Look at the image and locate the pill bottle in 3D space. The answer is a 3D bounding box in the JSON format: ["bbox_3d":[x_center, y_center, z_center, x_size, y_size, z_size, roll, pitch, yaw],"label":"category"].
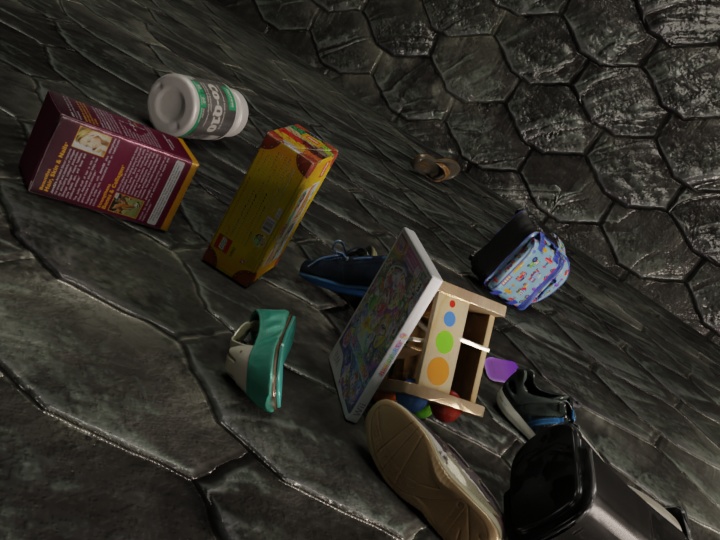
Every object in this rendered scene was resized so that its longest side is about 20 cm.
[{"bbox_3d":[-0.301,-0.305,1.666,0.113,0.114,0.200,36,18,16],"label":"pill bottle"}]

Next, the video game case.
[{"bbox_3d":[0.024,0.062,1.055,0.018,0.202,0.144,23,18,-21],"label":"video game case"}]

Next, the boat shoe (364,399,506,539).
[{"bbox_3d":[0.082,0.221,0.946,0.200,0.072,0.065,45,16,27],"label":"boat shoe"}]

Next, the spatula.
[{"bbox_3d":[0.286,0.190,1.450,0.198,0.021,0.057,27,30,-23],"label":"spatula"}]

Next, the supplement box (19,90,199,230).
[{"bbox_3d":[-0.331,-0.142,1.168,0.198,0.111,0.086,17,21,-38],"label":"supplement box"}]

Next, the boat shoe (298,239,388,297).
[{"bbox_3d":[0.000,0.000,1.292,0.198,0.070,0.084,8,-12,31],"label":"boat shoe"}]

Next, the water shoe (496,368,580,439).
[{"bbox_3d":[0.281,0.220,1.262,0.200,0.080,0.071,41,20,27],"label":"water shoe"}]

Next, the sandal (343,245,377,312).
[{"bbox_3d":[0.013,0.031,1.365,0.057,0.079,0.202,46,12,-30],"label":"sandal"}]

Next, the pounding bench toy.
[{"bbox_3d":[0.064,0.104,1.130,0.123,0.158,0.199,20,-12,-29],"label":"pounding bench toy"}]

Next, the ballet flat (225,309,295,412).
[{"bbox_3d":[-0.114,0.098,0.981,0.069,0.068,0.200,5,19,-1],"label":"ballet flat"}]

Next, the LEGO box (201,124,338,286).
[{"bbox_3d":[-0.123,-0.094,1.237,0.077,0.201,0.149,31,17,3],"label":"LEGO box"}]

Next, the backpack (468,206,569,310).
[{"bbox_3d":[0.357,-0.005,1.872,0.199,0.183,0.135,33,21,-37],"label":"backpack"}]

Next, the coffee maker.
[{"bbox_3d":[0.257,0.279,0.907,0.199,0.135,0.192,38,9,-22],"label":"coffee maker"}]

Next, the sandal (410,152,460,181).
[{"bbox_3d":[0.227,-0.299,2.617,0.199,0.082,0.055,12,41,-50],"label":"sandal"}]
